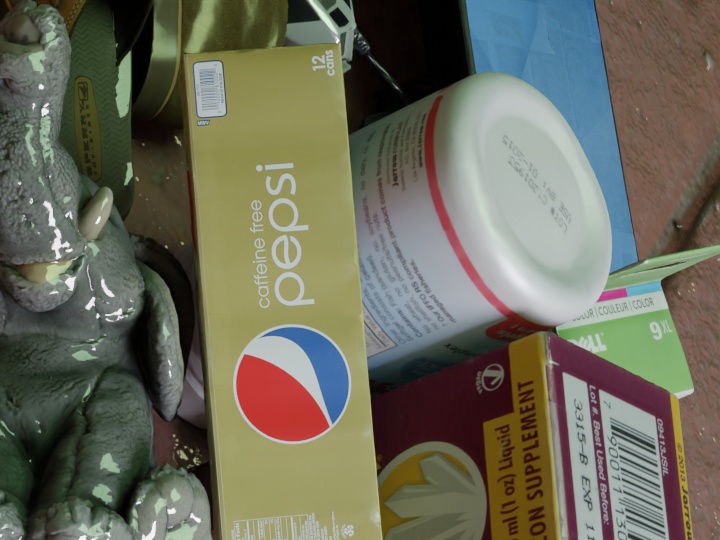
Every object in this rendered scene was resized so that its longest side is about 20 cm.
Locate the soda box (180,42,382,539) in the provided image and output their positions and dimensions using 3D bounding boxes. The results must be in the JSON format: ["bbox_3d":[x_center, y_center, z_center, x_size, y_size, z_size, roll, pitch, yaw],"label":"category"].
[{"bbox_3d":[-0.032,0.016,1.015,0.068,0.064,0.201,138,-52,-83],"label":"soda box"}]

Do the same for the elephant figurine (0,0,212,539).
[{"bbox_3d":[-0.115,0.027,0.990,0.141,0.155,0.201,16,63,-36],"label":"elephant figurine"}]

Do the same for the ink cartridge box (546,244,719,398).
[{"bbox_3d":[0.084,0.049,1.199,0.104,0.199,0.060,-8,77,-54],"label":"ink cartridge box"}]

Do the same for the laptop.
[{"bbox_3d":[0.094,-0.110,1.378,0.200,0.115,0.188,97,-13,-66],"label":"laptop"}]

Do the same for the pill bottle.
[{"bbox_3d":[0.000,0.000,1.114,0.109,0.199,0.109,30,48,-40],"label":"pill bottle"}]

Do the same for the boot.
[{"bbox_3d":[-0.073,-0.161,1.197,0.075,0.073,0.201,10,79,-31],"label":"boot"}]

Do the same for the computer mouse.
[{"bbox_3d":[-0.032,-0.129,1.282,0.200,0.044,0.110,51,22,-19],"label":"computer mouse"}]

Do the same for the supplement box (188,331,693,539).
[{"bbox_3d":[0.032,0.124,1.085,0.103,0.199,0.132,25,52,-45],"label":"supplement box"}]

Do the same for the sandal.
[{"bbox_3d":[-0.117,-0.113,1.085,0.082,0.054,0.201,-9,93,-55],"label":"sandal"}]
